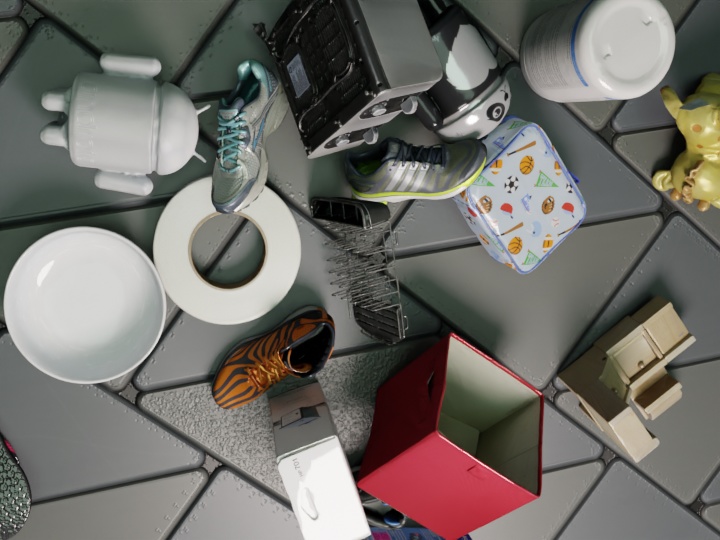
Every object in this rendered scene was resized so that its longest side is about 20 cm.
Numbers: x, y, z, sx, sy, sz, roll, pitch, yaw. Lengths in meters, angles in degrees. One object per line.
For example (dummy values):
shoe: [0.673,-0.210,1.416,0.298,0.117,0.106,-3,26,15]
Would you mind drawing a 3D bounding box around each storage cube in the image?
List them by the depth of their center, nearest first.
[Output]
storage cube: [0.125,0.231,1.092,0.199,0.172,0.180,34,131,-17]

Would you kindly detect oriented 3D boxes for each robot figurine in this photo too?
robot figurine: [-0.287,-0.179,0.992,0.197,0.113,0.172,4,109,-13]
robot figurine: [0.114,-0.264,1.057,0.149,0.125,0.201,-36,106,3]

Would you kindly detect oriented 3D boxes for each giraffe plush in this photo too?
giraffe plush: [0.513,-0.174,1.159,0.197,0.173,0.164,-13,125,-20]

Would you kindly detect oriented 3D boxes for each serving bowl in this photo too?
serving bowl: [-0.351,0.040,1.043,0.197,0.066,0.204,-2,100,-11]

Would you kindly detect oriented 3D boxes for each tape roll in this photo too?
tape roll: [-0.179,-0.030,1.083,0.199,0.037,0.206,-2,101,-11]

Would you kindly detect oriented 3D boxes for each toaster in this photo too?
toaster: [-0.017,-0.261,0.976,0.118,0.180,0.203,-14,80,-39]

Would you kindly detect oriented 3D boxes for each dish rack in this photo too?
dish rack: [0.000,0.000,1.073,0.054,0.153,0.203,-15,105,-25]

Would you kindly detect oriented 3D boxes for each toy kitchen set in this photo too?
toy kitchen set: [0.440,0.181,1.182,0.199,0.181,0.164,-39,107,2]

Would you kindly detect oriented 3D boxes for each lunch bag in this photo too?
lunch bag: [0.223,-0.104,1.120,0.160,0.075,0.200,-44,122,-6]

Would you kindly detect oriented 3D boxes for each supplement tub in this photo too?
supplement tub: [0.304,-0.290,1.056,0.130,0.200,0.134,-2,101,-12]

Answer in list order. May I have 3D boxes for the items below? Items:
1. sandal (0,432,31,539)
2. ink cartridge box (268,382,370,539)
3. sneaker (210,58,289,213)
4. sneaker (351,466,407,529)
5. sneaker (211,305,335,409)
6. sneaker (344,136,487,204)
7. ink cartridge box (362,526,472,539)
sandal: [-0.491,0.256,1.070,0.074,0.045,0.203,-20,90,-13]
ink cartridge box: [-0.060,0.259,1.077,0.085,0.200,0.148,-19,104,-7]
sneaker: [-0.156,-0.171,1.008,0.076,0.086,0.203,6,72,24]
sneaker: [0.074,0.332,1.166,0.197,0.112,0.074,-1,102,-12]
sneaker: [-0.118,0.124,1.085,0.199,0.112,0.078,-40,105,-3]
sneaker: [0.067,-0.137,1.051,0.197,0.075,0.081,-13,146,18]
ink cartridge box: [0.098,0.466,1.215,0.197,0.076,0.139,6,100,-12]
